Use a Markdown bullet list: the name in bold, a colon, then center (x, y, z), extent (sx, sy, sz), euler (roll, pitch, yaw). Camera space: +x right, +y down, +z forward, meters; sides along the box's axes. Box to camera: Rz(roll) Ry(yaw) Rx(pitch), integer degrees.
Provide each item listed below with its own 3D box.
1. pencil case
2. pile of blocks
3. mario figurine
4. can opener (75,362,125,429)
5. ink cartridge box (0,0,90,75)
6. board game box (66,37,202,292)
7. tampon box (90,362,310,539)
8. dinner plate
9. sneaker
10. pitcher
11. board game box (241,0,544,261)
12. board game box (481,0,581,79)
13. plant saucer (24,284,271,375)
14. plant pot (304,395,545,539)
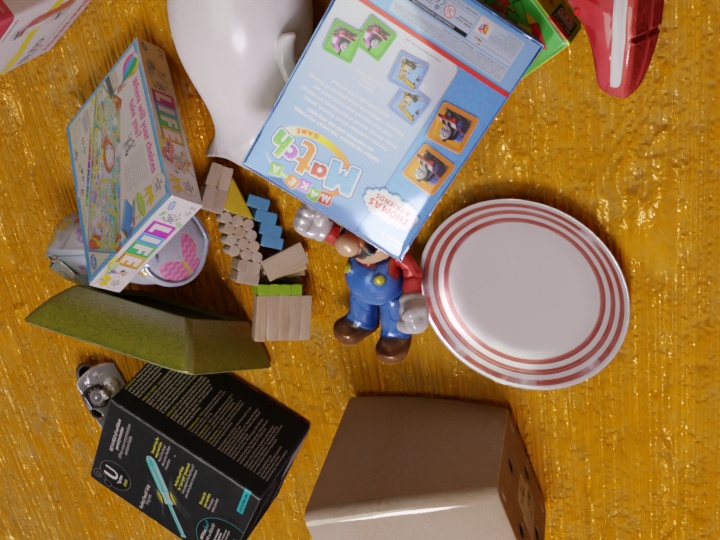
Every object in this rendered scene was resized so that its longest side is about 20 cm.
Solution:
- **pencil case**: center (-0.244, -0.025, 0.935), extent (0.199, 0.090, 0.084), euler (0, 92, 44)
- **pile of blocks**: center (-0.106, -0.020, 0.927), extent (0.202, 0.081, 0.062), euler (69, 166, -10)
- **mario figurine**: center (0.000, 0.000, 0.842), extent (0.122, 0.106, 0.202), euler (-3, 126, 1)
- **can opener**: center (-0.305, 0.204, 1.168), extent (0.067, 0.053, 0.202), euler (15, 132, 58)
- **ink cartridge box**: center (-0.336, -0.236, 0.814), extent (0.145, 0.200, 0.084), euler (-31, 105, 36)
- **board game box**: center (-0.218, -0.100, 0.846), extent (0.134, 0.034, 0.201), euler (-40, 52, 29)
- **tampon box**: center (-0.188, 0.211, 1.052), extent (0.199, 0.126, 0.151), euler (32, 129, 7)
- **dinner plate**: center (0.149, 0.022, 0.836), extent (0.198, 0.024, 0.202), euler (12, 122, 19)
- **sneaker**: center (0.157, -0.230, 0.661), extent (0.115, 0.078, 0.202), euler (9, 110, 32)
- **pitcher**: center (-0.082, -0.176, 0.760), extent (0.171, 0.121, 0.202), euler (31, 137, 39)
- **board game box**: center (0.021, -0.128, 0.692), extent (0.150, 0.037, 0.201), euler (31, 111, -7)
- **board game box**: center (0.068, -0.174, 0.743), extent (0.199, 0.048, 0.102), euler (-34, 101, 37)
- **plant saucer**: center (-0.213, 0.058, 0.960), extent (0.198, 0.200, 0.048), euler (15, 91, 18)
- **plant pot**: center (0.082, 0.244, 0.908), extent (0.175, 0.200, 0.202), euler (-16, 111, 21)
